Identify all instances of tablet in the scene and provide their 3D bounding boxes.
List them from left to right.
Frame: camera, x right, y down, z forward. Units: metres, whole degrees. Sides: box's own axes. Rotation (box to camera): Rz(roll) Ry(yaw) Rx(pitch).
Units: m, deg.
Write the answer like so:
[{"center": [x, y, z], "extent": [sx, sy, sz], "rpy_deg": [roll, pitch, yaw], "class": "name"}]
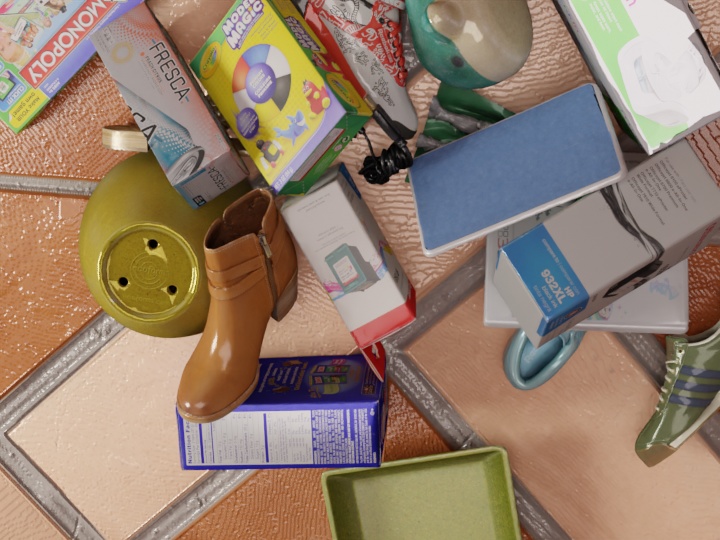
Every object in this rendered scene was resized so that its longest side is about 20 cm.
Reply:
[{"center": [0.141, -0.093, 1.325], "extent": [0.200, 0.130, 0.014], "rpy_deg": [-23, 136, 15], "class": "tablet"}]

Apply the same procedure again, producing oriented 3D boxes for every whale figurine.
[{"center": [0.077, -0.261, 1.354], "extent": [0.104, 0.159, 0.200], "rpy_deg": [-25, 114, 35], "class": "whale figurine"}]

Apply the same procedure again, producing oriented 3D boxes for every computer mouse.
[{"center": [-0.028, -0.162, 1.379], "extent": [0.046, 0.140, 0.200], "rpy_deg": [-36, 100, -14], "class": "computer mouse"}]

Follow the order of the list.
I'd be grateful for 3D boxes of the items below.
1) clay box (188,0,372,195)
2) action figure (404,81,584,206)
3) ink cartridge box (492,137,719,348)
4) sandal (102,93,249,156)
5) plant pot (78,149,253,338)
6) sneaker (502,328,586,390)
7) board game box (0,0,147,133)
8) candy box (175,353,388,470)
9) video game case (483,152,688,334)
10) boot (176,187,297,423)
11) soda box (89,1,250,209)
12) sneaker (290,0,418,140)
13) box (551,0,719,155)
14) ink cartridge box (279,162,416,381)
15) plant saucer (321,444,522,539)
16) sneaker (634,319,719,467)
[{"center": [-0.086, -0.182, 1.355], "extent": [0.115, 0.048, 0.200], "rpy_deg": [-48, 66, 29], "class": "clay box"}, {"center": [0.156, -0.113, 1.403], "extent": [0.200, 0.055, 0.118], "rpy_deg": [18, 83, 5], "class": "action figure"}, {"center": [0.231, -0.022, 1.329], "extent": [0.200, 0.145, 0.084], "rpy_deg": [-31, 76, -4], "class": "ink cartridge box"}, {"center": [-0.157, -0.154, 1.424], "extent": [0.211, 0.078, 0.070], "rpy_deg": [3, 103, 9], "class": "sandal"}, {"center": [-0.197, -0.014, 1.426], "extent": [0.200, 0.142, 0.200], "rpy_deg": [1, 104, 3], "class": "plant pot"}, {"center": [0.213, 0.040, 1.445], "extent": [0.074, 0.082, 0.200], "rpy_deg": [26, 102, -4], "class": "sneaker"}, {"center": [-0.325, -0.255, 1.433], "extent": [0.200, 0.029, 0.135], "rpy_deg": [-44, 97, 12], "class": "board game box"}, {"center": [-0.075, 0.142, 1.443], "extent": [0.200, 0.169, 0.077], "rpy_deg": [-1, 102, 4], "class": "candy box"}, {"center": [0.225, -0.030, 1.418], "extent": [0.200, 0.024, 0.182], "rpy_deg": [2, 76, 3], "class": "video game case"}, {"center": [-0.126, 0.031, 1.340], "extent": [0.074, 0.200, 0.155], "rpy_deg": [16, 146, 18], "class": "boot"}, {"center": [-0.185, -0.161, 1.377], "extent": [0.068, 0.064, 0.200], "rpy_deg": [-33, 65, 2], "class": "soda box"}, {"center": [0.022, -0.234, 1.398], "extent": [0.108, 0.067, 0.201], "rpy_deg": [-36, 96, 13], "class": "sneaker"}, {"center": [0.253, -0.226, 1.330], "extent": [0.097, 0.176, 0.200], "rpy_deg": [-29, 101, 9], "class": "box"}, {"center": [0.000, 0.000, 1.431], "extent": [0.067, 0.116, 0.200], "rpy_deg": [-28, 101, 9], "class": "ink cartridge box"}, {"center": [0.073, 0.286, 1.532], "extent": [0.200, 0.048, 0.200], "rpy_deg": [-9, 103, 6], "class": "plant saucer"}, {"center": [0.340, 0.105, 1.467], "extent": [0.090, 0.067, 0.200], "rpy_deg": [45, 102, 0], "class": "sneaker"}]
